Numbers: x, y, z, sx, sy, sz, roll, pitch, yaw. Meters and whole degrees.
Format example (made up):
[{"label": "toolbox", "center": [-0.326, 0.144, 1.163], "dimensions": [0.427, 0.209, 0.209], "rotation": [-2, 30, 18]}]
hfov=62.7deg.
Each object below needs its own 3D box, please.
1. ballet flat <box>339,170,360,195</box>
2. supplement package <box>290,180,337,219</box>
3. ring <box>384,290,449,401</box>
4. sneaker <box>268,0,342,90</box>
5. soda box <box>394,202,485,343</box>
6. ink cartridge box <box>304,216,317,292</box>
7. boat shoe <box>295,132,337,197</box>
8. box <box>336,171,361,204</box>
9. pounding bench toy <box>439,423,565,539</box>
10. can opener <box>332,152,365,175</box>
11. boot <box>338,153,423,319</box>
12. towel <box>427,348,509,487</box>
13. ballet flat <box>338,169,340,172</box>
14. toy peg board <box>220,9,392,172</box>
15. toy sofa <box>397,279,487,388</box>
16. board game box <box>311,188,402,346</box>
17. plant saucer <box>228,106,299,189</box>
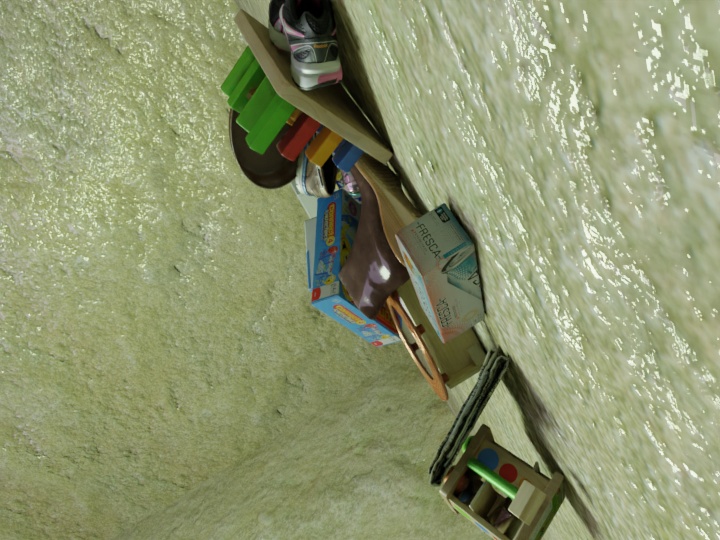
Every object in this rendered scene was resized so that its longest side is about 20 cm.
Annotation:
[{"label": "ballet flat", "center": [-0.007, -0.175, 1.024], "dimensions": [0.200, 0.067, 0.073], "rotation": [-95, -4, -78]}, {"label": "supplement package", "center": [-0.080, -0.202, 1.448], "dimensions": [0.152, 0.150, 0.201], "rotation": [58, 178, 39]}, {"label": "ring", "center": [0.084, 0.106, 0.906], "dimensions": [0.203, 0.019, 0.201], "rotation": [61, 174, 11]}, {"label": "sneaker", "center": [-0.062, -0.300, 0.698], "dimensions": [0.088, 0.078, 0.202], "rotation": [94, 157, -44]}, {"label": "soda box", "center": [0.099, 0.012, 0.700], "dimensions": [0.064, 0.067, 0.201], "rotation": [59, 178, 31]}, {"label": "ink cartridge box", "center": [-0.028, -0.001, 1.146], "dimensions": [0.200, 0.082, 0.148], "rotation": [46, -147, -58]}, {"label": "boat shoe", "center": [-0.055, -0.219, 0.956], "dimensions": [0.071, 0.072, 0.205], "rotation": [18, 114, 32]}, {"label": "box", "center": [-0.013, -0.172, 1.199], "dimensions": [0.203, 0.069, 0.064], "rotation": [61, -179, 7]}, {"label": "pounding bench toy", "center": [0.201, 0.316, 0.871], "dimensions": [0.154, 0.125, 0.201], "rotation": [29, 161, 33]}, {"label": "can opener", "center": [0.016, -0.134, 0.918], "dimensions": [0.203, 0.066, 0.053], "rotation": [62, 179, -16]}, {"label": "boot", "center": [0.006, -0.054, 0.850], "dimensions": [0.071, 0.167, 0.202], "rotation": [1, -135, -47]}, {"label": "towel", "center": [0.146, 0.210, 0.832], "dimensions": [0.034, 0.195, 0.200], "rotation": [30, 169, 15]}, {"label": "ballet flat", "center": [-0.099, -0.244, 1.017], "dimensions": [0.070, 0.065, 0.202], "rotation": [-11, 117, 48]}, {"label": "toy peg board", "center": [-0.086, -0.215, 0.796], "dimensions": [0.197, 0.098, 0.202], "rotation": [23, -151, -45]}, {"label": "toy sofa", "center": [0.122, 0.076, 0.942], "dimensions": [0.203, 0.082, 0.098], "rotation": [61, 178, -6]}, {"label": "board game box", "center": [0.000, 0.000, 1.007], "dimensions": [0.199, 0.055, 0.200], "rotation": [37, -135, -47]}, {"label": "plant saucer", "center": [-0.137, -0.230, 0.918], "dimensions": [0.032, 0.202, 0.202], "rotation": [17, 153, 32]}]
